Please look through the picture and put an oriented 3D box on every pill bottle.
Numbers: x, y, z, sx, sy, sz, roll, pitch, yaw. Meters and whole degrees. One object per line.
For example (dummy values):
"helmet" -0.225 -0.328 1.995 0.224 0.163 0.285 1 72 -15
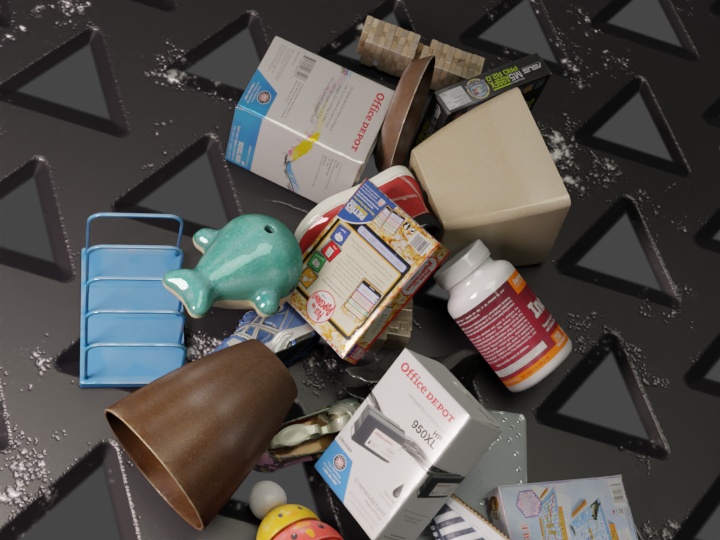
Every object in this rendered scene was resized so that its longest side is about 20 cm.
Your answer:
"pill bottle" 0.195 0.061 1.651 0.113 0.113 0.201 -41 94 -29

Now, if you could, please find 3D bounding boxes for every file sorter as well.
"file sorter" -0.299 0.038 1.557 0.137 0.123 0.202 1 63 -13

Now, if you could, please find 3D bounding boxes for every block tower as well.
"block tower" 0.046 0.020 1.693 0.057 0.054 0.202 10 61 -8
"block tower" 0.093 -0.337 1.887 0.198 0.058 0.054 19 59 -2

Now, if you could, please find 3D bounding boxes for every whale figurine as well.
"whale figurine" -0.159 -0.008 1.533 0.159 0.104 0.199 46 40 20

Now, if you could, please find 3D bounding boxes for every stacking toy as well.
"stacking toy" -0.085 0.342 1.465 0.145 0.147 0.200 -24 54 -24

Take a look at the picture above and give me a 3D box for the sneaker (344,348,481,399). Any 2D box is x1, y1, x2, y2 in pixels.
"sneaker" 0.075 0.139 1.628 0.104 0.061 0.199 25 31 30

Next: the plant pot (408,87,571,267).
"plant pot" 0.171 -0.113 1.725 0.175 0.200 0.201 -17 67 -11

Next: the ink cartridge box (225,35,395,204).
"ink cartridge box" -0.074 -0.210 1.732 0.198 0.145 0.148 25 59 0

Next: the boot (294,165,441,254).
"boot" 0.009 -0.045 1.661 0.199 0.073 0.145 -30 54 5

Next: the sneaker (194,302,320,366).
"sneaker" -0.152 0.105 1.593 0.199 0.076 0.077 -20 62 -34

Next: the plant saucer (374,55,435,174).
"plant saucer" 0.062 -0.226 1.746 0.034 0.201 0.201 21 59 5

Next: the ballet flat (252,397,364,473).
"ballet flat" -0.056 0.213 1.555 0.198 0.071 0.070 -16 74 -21

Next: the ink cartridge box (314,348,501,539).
"ink cartridge box" 0.058 0.223 1.486 0.201 0.084 0.145 -53 50 8

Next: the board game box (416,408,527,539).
"board game box" 0.127 0.280 1.593 0.198 0.026 0.202 9 61 -10

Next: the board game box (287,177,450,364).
"board game box" 0.000 0.000 1.596 0.200 0.046 0.151 -49 62 5

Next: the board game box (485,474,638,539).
"board game box" 0.278 0.377 1.551 0.197 0.041 0.202 1 65 -24

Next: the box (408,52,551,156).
"box" 0.181 -0.240 1.805 0.199 0.161 0.044 -24 69 -25

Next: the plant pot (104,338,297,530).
"plant pot" -0.181 0.181 1.460 0.200 0.187 0.187 -40 78 -22

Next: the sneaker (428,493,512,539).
"sneaker" 0.114 0.348 1.498 0.199 0.070 0.109 35 85 26
